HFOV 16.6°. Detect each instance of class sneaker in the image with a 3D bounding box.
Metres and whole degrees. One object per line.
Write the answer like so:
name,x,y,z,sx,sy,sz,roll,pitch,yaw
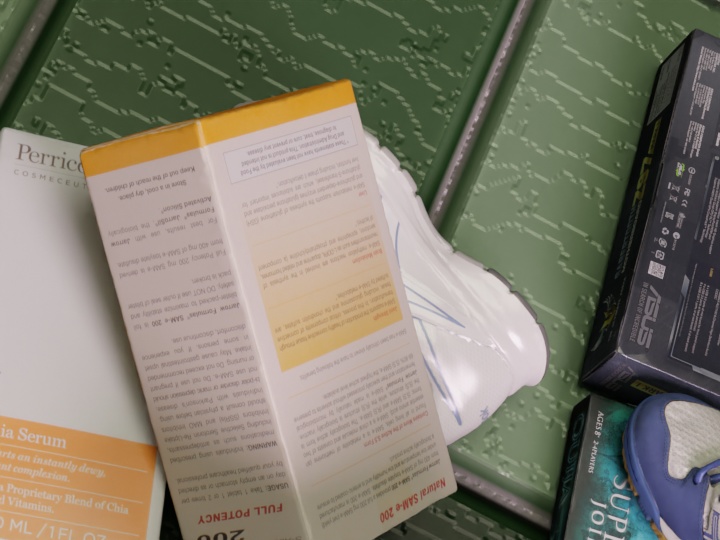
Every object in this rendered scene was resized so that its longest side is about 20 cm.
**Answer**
sneaker,0.000,0.000,1.186,0.200,0.075,0.087,45,67,2
sneaker,0.203,0.124,1.150,0.075,0.088,0.200,-28,66,-26

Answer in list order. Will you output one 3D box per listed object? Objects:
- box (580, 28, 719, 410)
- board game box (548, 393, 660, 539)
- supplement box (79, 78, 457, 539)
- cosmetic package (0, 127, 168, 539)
box,0.211,-0.006,1.273,0.157,0.051,0.201,22,63,-10
board game box,0.151,0.173,1.194,0.135,0.028,0.201,18,65,-12
supplement box,-0.039,0.026,1.100,0.126,0.073,0.201,-20,97,-56
cosmetic package,-0.136,0.047,1.117,0.101,0.071,0.201,11,66,-15
